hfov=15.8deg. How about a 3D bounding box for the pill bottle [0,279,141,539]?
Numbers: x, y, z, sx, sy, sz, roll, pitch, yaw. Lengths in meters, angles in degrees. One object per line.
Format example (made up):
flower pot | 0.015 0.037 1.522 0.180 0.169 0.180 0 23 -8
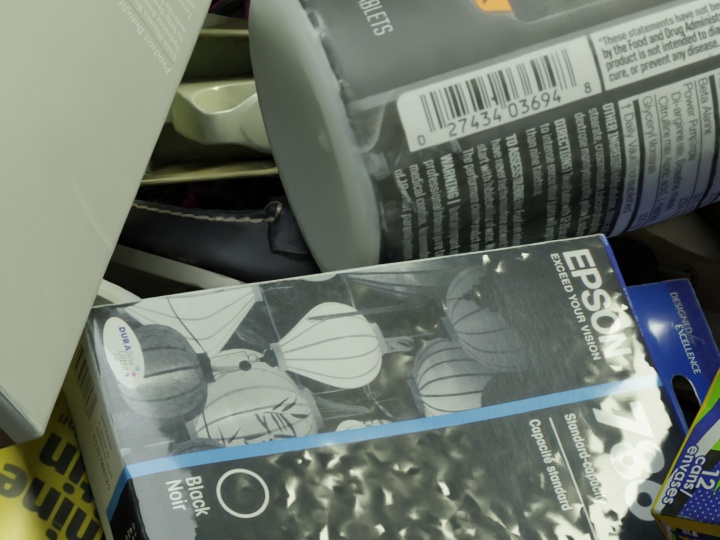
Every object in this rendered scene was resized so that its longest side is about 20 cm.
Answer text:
pill bottle | -0.114 0.099 0.710 0.111 0.112 0.200 11 44 13

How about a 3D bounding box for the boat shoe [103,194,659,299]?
boat shoe | 0.000 0.000 0.835 0.199 0.073 0.063 14 74 10

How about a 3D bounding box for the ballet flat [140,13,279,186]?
ballet flat | -0.065 -0.055 0.847 0.199 0.070 0.070 -3 42 -1

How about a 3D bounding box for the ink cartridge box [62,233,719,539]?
ink cartridge box | 0.026 0.046 0.707 0.199 0.039 0.100 -9 61 -23

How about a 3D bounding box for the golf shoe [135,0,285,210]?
golf shoe | -0.020 -0.081 0.947 0.073 0.092 0.200 42 69 -2

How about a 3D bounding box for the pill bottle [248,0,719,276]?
pill bottle | 0.075 -0.065 0.774 0.199 0.107 0.106 -18 45 -13

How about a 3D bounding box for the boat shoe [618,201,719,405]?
boat shoe | 0.082 -0.037 0.892 0.072 0.065 0.200 -22 47 -22

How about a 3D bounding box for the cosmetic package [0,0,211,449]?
cosmetic package | -0.116 -0.048 0.698 0.090 0.107 0.200 -17 35 33

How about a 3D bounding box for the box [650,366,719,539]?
box | 0.154 0.009 0.702 0.064 0.070 0.200 8 56 38
